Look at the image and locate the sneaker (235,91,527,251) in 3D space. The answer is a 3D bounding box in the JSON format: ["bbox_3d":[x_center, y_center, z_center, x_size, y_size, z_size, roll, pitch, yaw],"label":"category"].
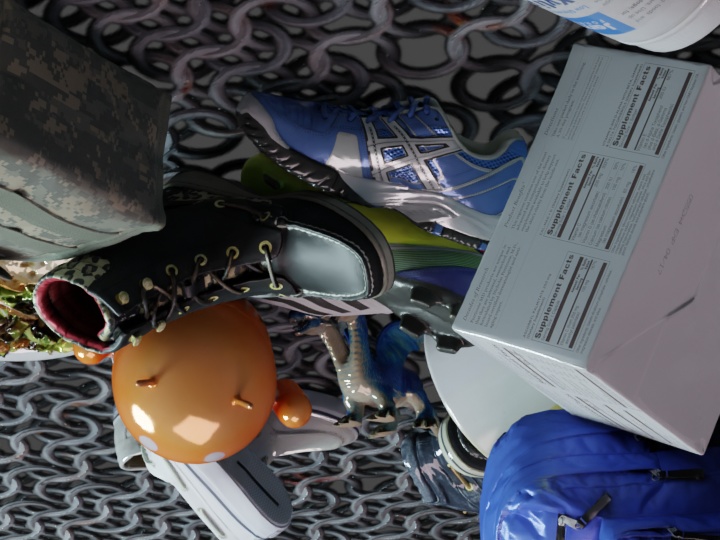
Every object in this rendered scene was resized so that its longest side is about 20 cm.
[{"bbox_3d":[0.015,-0.082,1.462,0.199,0.076,0.078,19,105,-17],"label":"sneaker"}]

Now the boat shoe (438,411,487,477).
[{"bbox_3d":[0.148,0.103,1.724,0.199,0.075,0.062,-14,159,-27],"label":"boat shoe"}]

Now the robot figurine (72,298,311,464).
[{"bbox_3d":[-0.117,0.069,1.578,0.116,0.144,0.200,-34,-172,0],"label":"robot figurine"}]

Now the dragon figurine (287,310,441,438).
[{"bbox_3d":[0.020,0.071,1.701,0.058,0.100,0.199,-13,162,33],"label":"dragon figurine"}]

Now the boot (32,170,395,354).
[{"bbox_3d":[-0.094,0.007,1.440,0.202,0.153,0.074,15,127,37],"label":"boot"}]

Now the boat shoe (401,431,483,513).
[{"bbox_3d":[0.110,0.179,1.897,0.090,0.071,0.200,-16,140,21],"label":"boat shoe"}]

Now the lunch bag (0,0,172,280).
[{"bbox_3d":[-0.244,-0.071,1.400,0.199,0.119,0.164,-15,152,33],"label":"lunch bag"}]

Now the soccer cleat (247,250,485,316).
[{"bbox_3d":[0.000,0.000,1.586,0.198,0.069,0.085,1,162,6],"label":"soccer cleat"}]

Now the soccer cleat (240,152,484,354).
[{"bbox_3d":[0.011,-0.022,1.516,0.199,0.084,0.065,33,140,6],"label":"soccer cleat"}]

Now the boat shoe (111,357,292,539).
[{"bbox_3d":[-0.135,0.135,1.722,0.066,0.074,0.201,-29,106,26],"label":"boat shoe"}]

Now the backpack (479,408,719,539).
[{"bbox_3d":[0.179,0.173,1.497,0.198,0.168,0.164,1,112,0],"label":"backpack"}]

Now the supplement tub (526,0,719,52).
[{"bbox_3d":[0.103,-0.205,1.186,0.199,0.133,0.132,20,143,-31],"label":"supplement tub"}]

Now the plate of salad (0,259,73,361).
[{"bbox_3d":[-0.251,0.025,1.621,0.198,0.048,0.201,-3,149,-2],"label":"plate of salad"}]

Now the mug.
[{"bbox_3d":[0.163,0.053,1.604,0.186,0.150,0.153,33,127,-29],"label":"mug"}]

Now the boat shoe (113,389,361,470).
[{"bbox_3d":[-0.097,0.137,1.799,0.198,0.070,0.071,3,149,-10],"label":"boat shoe"}]

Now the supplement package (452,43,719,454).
[{"bbox_3d":[0.174,-0.013,1.423,0.110,0.201,0.156,16,167,42],"label":"supplement package"}]
